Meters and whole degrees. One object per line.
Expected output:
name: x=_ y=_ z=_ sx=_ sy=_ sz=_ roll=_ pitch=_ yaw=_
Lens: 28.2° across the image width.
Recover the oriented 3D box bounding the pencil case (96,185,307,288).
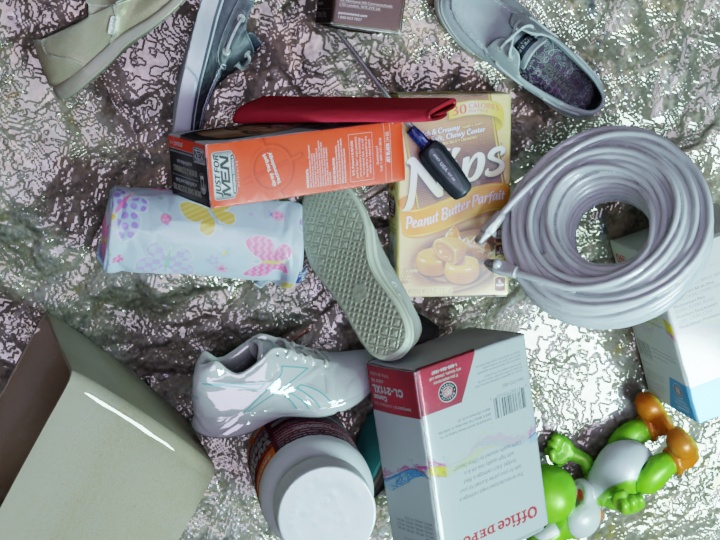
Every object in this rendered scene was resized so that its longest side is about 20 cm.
pencil case: x=-0.150 y=-0.031 z=1.373 sx=0.198 sy=0.091 sz=0.084 roll=6 pitch=56 yaw=-12

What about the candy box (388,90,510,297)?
candy box: x=0.087 y=-0.076 z=1.420 sx=0.114 sy=0.055 sz=0.202 roll=-2 pitch=100 yaw=-9

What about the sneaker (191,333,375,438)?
sneaker: x=-0.069 y=0.100 z=1.380 sx=0.199 sy=0.070 sz=0.081 roll=-12 pitch=112 yaw=-23

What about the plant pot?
plant pot: x=-0.252 y=0.187 z=1.342 sx=0.176 sy=0.200 sz=0.201 roll=28 pitch=94 yaw=-23

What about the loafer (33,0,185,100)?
loafer: x=-0.223 y=-0.244 z=1.327 sx=0.200 sy=0.076 sz=0.068 roll=-43 pitch=110 yaw=0

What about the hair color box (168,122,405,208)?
hair color box: x=-0.068 y=-0.106 z=1.337 sx=0.198 sy=0.101 sz=0.062 roll=-11 pitch=105 yaw=-27

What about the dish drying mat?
dish drying mat: x=-0.016 y=-0.148 z=1.332 sx=0.198 sy=0.077 sz=0.018 roll=4 pitch=107 yaw=23

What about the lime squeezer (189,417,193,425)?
lime squeezer: x=-0.112 y=0.109 z=1.433 sx=0.199 sy=0.038 sz=0.071 roll=-29 pitch=134 yaw=-5

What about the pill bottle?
pill bottle: x=-0.047 y=0.201 z=1.368 sx=0.108 sy=0.200 sz=0.111 roll=-2 pitch=100 yaw=-9

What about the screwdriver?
screwdriver: x=0.036 y=-0.147 z=1.366 sx=0.200 sy=0.028 sz=0.029 roll=47 pitch=121 yaw=-4

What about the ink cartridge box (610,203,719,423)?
ink cartridge box: x=0.346 y=0.028 z=1.446 sx=0.124 sy=0.129 sz=0.202 roll=-18 pitch=102 yaw=-7

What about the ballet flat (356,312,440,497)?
ballet flat: x=0.042 y=0.141 z=1.446 sx=0.068 sy=0.068 sz=0.202 roll=9 pitch=98 yaw=-25

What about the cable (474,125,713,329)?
cable: x=0.234 y=-0.038 z=1.356 sx=0.199 sy=0.069 sz=0.200 roll=33 pitch=81 yaw=30

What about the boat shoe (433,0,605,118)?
boat shoe: x=0.162 y=-0.219 z=1.401 sx=0.200 sy=0.072 sz=0.070 roll=35 pitch=92 yaw=-14

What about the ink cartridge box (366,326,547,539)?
ink cartridge box: x=0.096 y=0.172 z=1.401 sx=0.145 sy=0.082 sz=0.202 roll=-15 pitch=102 yaw=-37

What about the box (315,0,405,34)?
box: x=0.009 y=-0.326 z=1.342 sx=0.074 sy=0.100 sz=0.202 roll=7 pitch=98 yaw=-11

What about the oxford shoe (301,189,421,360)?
oxford shoe: x=0.000 y=0.000 z=1.394 sx=0.075 sy=0.058 sz=0.201 roll=-34 pitch=70 yaw=18

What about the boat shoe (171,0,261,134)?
boat shoe: x=-0.128 y=-0.217 z=1.355 sx=0.067 sy=0.072 sz=0.202 roll=16 pitch=89 yaw=-11

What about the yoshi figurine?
yoshi figurine: x=0.242 y=0.210 z=1.476 sx=0.199 sy=0.112 sz=0.112 roll=-37 pitch=90 yaw=0
